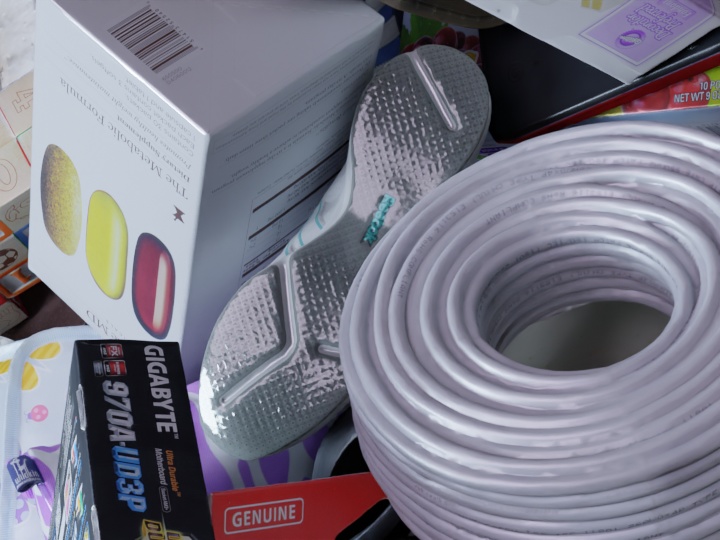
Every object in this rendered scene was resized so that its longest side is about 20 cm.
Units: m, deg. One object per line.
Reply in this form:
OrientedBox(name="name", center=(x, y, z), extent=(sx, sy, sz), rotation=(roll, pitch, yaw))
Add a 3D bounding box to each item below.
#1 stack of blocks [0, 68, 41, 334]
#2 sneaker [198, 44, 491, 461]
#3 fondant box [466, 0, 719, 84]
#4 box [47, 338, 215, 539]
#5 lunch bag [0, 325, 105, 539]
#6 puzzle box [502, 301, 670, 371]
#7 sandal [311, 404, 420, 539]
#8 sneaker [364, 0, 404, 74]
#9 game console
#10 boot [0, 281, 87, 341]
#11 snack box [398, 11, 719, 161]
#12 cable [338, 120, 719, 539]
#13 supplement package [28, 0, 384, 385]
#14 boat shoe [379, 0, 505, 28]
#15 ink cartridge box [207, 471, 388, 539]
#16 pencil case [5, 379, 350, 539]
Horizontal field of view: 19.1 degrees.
OrientedBox(name="stack of blocks", center=(-0.216, -0.009, 1.109), extent=(0.200, 0.115, 0.059), rotation=(-33, 66, 1))
OrientedBox(name="sneaker", center=(0.000, 0.000, 0.948), extent=(0.070, 0.080, 0.201), rotation=(31, 82, 12))
OrientedBox(name="fondant box", center=(0.066, -0.191, 0.879), extent=(0.058, 0.144, 0.201), rotation=(-31, 58, 32))
OrientedBox(name="box", center=(-0.096, 0.152, 0.832), extent=(0.159, 0.046, 0.201), rotation=(-107, 25, -55))
OrientedBox(name="lunch bag", center=(-0.146, 0.122, 1.073), extent=(0.199, 0.127, 0.170), rotation=(-13, 63, 33))
OrientedBox(name="puzzle box", center=(0.125, 0.073, 0.933), extent=(0.199, 0.025, 0.134), rotation=(-21, 64, 33))
OrientedBox(name="sandal", center=(0.006, 0.119, 0.968), extent=(0.043, 0.076, 0.200), rotation=(57, 137, 34))
OrientedBox(name="sneaker", center=(-0.032, -0.115, 1.039), extent=(0.080, 0.146, 0.201), rotation=(-8, 71, 38))
OrientedBox(name="game console", center=(0.118, -0.171, 0.940), extent=(0.176, 0.031, 0.201), rotation=(-19, 63, 33))
OrientedBox(name="boot", center=(-0.209, 0.014, 1.194), extent=(0.200, 0.072, 0.166), rotation=(-54, 48, 9))
OrientedBox(name="snack box", center=(0.112, -0.129, 0.987), extent=(0.199, 0.053, 0.143), rotation=(-3, 73, 39))
OrientedBox(name="cable", center=(0.091, 0.028, 0.835), extent=(0.199, 0.069, 0.200), rotation=(-15, 42, 4))
OrientedBox(name="supplement package", center=(-0.077, -0.054, 0.988), extent=(0.114, 0.109, 0.200), rotation=(41, 147, 21))
OrientedBox(name="boat shoe", center=(-0.017, -0.160, 0.913), extent=(0.072, 0.199, 0.068), rotation=(-54, 36, 20))
OrientedBox(name="ink cartridge box", center=(0.018, 0.170, 0.851), extent=(0.045, 0.200, 0.177), rotation=(9, 98, 42))
OrientedBox(name="pencil case", center=(-0.060, 0.082, 0.984), extent=(0.199, 0.084, 0.086), rotation=(-22, 36, -16))
